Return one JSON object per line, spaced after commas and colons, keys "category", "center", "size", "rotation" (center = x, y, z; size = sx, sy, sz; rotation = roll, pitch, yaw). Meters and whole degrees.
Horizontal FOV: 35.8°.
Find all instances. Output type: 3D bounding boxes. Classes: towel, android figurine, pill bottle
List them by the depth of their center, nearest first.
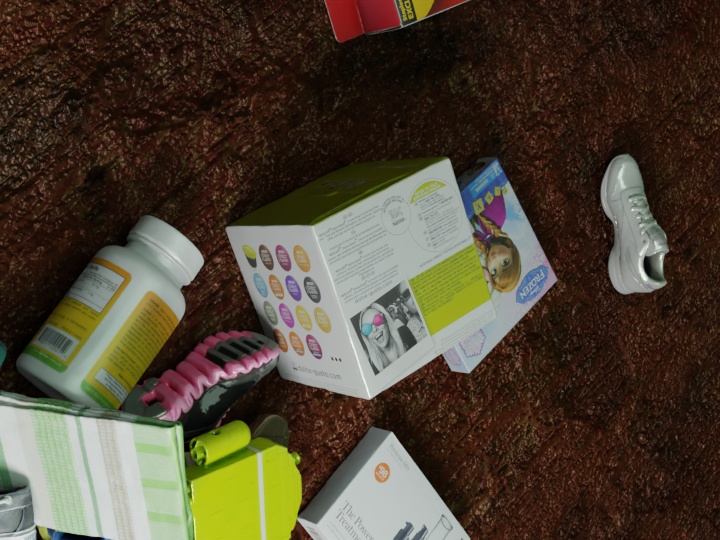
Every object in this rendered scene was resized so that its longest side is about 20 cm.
{"category": "towel", "center": [-0.251, 0.185, 1.041], "size": [0.031, 0.196, 0.152], "rotation": [-63, 155, -57]}
{"category": "pill bottle", "center": [-0.249, 0.047, 1.142], "size": [0.111, 0.110, 0.201], "rotation": [44, 68, -27]}
{"category": "android figurine", "center": [-0.135, 0.251, 1.177], "size": [0.198, 0.041, 0.186], "rotation": [-19, 114, -43]}

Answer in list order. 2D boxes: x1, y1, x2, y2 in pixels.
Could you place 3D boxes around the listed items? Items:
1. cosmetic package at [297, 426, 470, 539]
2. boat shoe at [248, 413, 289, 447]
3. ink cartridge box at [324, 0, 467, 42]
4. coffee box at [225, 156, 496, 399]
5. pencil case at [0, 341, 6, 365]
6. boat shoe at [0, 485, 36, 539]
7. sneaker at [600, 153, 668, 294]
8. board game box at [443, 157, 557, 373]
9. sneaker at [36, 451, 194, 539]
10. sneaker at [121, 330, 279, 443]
{"category": "cosmetic package", "center": [0.033, 0.321, 1.387], "size": [0.151, 0.051, 0.201], "rotation": [-48, 117, -26]}
{"category": "boat shoe", "center": [-0.149, 0.246, 1.242], "size": [0.072, 0.067, 0.202], "rotation": [44, 68, -46]}
{"category": "ink cartridge box", "center": [0.030, -0.395, 1.336], "size": [0.174, 0.083, 0.203], "rotation": [-28, 108, -30]}
{"category": "coffee box", "center": [0.000, 0.000, 1.260], "size": [0.198, 0.198, 0.201], "rotation": [-28, 107, -30]}
{"category": "pencil case", "center": [-0.422, 0.045, 1.037], "size": [0.201, 0.084, 0.093], "rotation": [51, 59, -25]}
{"category": "boat shoe", "center": [-0.402, 0.230, 1.034], "size": [0.196, 0.072, 0.069], "rotation": [-3, 94, -2]}
{"category": "sneaker", "center": [0.402, -0.067, 1.599], "size": [0.074, 0.099, 0.204], "rotation": [-13, 98, -31]}
{"category": "board game box", "center": [0.149, -0.008, 1.459], "size": [0.200, 0.041, 0.201], "rotation": [-42, 114, -26]}
{"category": "sneaker", "center": [-0.229, 0.248, 1.142], "size": [0.197, 0.105, 0.077], "rotation": [-16, 103, -16]}
{"category": "sneaker", "center": [-0.171, 0.141, 1.236], "size": [0.198, 0.079, 0.097], "rotation": [-29, 129, -30]}
